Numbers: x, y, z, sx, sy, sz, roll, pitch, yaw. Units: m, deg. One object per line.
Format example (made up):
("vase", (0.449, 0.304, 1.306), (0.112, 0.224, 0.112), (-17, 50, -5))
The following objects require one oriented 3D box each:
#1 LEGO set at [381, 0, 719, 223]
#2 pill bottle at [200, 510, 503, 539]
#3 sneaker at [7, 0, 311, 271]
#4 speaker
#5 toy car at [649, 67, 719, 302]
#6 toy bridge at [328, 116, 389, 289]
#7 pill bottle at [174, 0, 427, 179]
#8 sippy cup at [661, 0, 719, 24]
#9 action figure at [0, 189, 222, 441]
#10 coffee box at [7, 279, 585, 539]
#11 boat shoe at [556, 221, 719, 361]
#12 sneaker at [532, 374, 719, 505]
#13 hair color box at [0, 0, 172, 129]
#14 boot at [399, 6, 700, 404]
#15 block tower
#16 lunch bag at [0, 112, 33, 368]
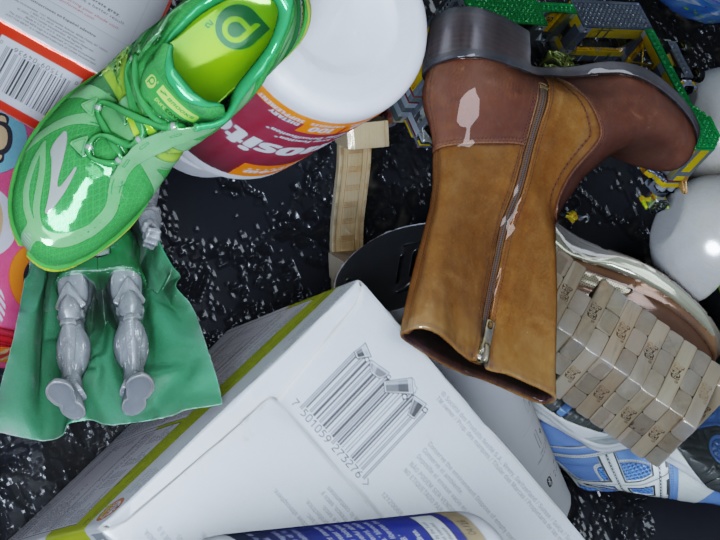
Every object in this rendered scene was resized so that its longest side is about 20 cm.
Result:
("LEGO set", (0.106, -0.088, 1.639), (0.200, 0.116, 0.154), (-10, 61, -40))
("pill bottle", (-0.028, 0.180, 1.297), (0.200, 0.116, 0.116), (-3, 80, -26))
("sneaker", (-0.107, -0.085, 1.371), (0.074, 0.084, 0.200), (43, 89, -1))
("speaker", (0.055, 0.071, 1.553), (0.081, 0.081, 0.200), (-44, 128, -27))
("toy car", (0.286, -0.047, 1.688), (0.175, 0.150, 0.200), (26, 52, -19))
("toy bridge", (0.000, 0.000, 1.592), (0.027, 0.067, 0.201), (-5, 101, -15))
("pill bottle", (-0.053, -0.116, 1.525), (0.113, 0.200, 0.113), (6, 76, -24))
("sippy cup", (0.247, -0.221, 1.733), (0.140, 0.130, 0.178), (-33, 94, -29))
("action figure", (-0.138, -0.006, 1.429), (0.118, 0.055, 0.200), (-4, 47, -4))
("coffee box", (-0.041, 0.154, 1.471), (0.200, 0.198, 0.200), (-44, 100, -25))
("boat shoe", (0.126, 0.019, 1.658), (0.200, 0.076, 0.072), (28, 73, -7))
("sneaker", (0.175, 0.102, 1.655), (0.200, 0.077, 0.076), (23, 50, -17))
("hair color box", (-0.156, -0.161, 1.498), (0.101, 0.061, 0.200), (29, 41, -10))
("boot", (0.109, -0.026, 1.471), (0.188, 0.068, 0.200), (24, 58, -37))
("block tower", (0.120, 0.035, 1.579), (0.200, 0.054, 0.058), (34, 50, -3))
("lunch bag", (-0.207, -0.047, 1.508), (0.176, 0.082, 0.201), (14, 70, -27))
